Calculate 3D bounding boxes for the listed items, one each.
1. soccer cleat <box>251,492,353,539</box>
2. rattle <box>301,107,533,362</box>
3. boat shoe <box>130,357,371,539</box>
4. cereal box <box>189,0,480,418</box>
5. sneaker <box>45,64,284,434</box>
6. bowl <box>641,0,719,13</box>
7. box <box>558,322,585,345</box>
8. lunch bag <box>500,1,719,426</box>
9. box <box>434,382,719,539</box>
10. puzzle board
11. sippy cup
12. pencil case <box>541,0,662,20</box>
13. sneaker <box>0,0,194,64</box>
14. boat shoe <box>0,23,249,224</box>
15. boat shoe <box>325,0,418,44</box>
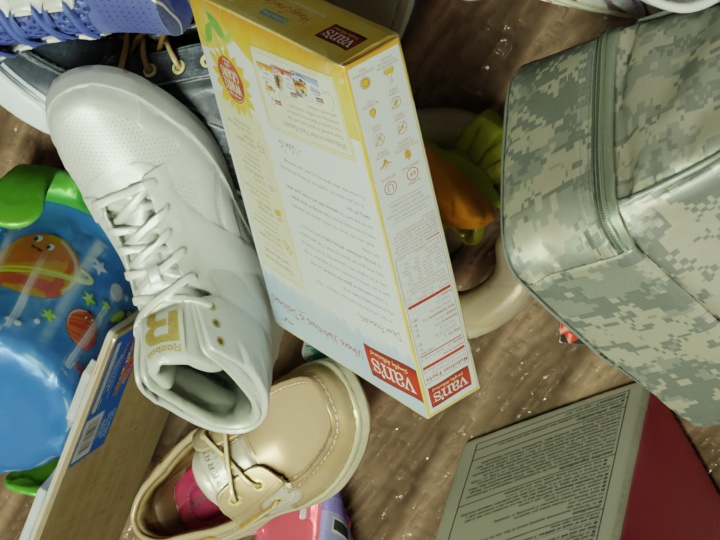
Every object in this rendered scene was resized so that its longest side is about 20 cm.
[{"bbox_3d":[-0.025,0.194,1.473,0.076,0.067,0.201,-12,118,-31],"label":"soccer cleat"},{"bbox_3d":[0.000,0.000,1.278,0.199,0.143,0.130,-20,107,28],"label":"rattle"},{"bbox_3d":[-0.067,0.113,1.383,0.200,0.069,0.074,-43,68,47],"label":"boat shoe"},{"bbox_3d":[-0.013,-0.039,1.188,0.144,0.039,0.201,31,143,49],"label":"cereal box"},{"bbox_3d":[-0.098,-0.005,1.246,0.073,0.116,0.200,-23,125,21],"label":"sneaker"},{"bbox_3d":[0.133,-0.237,1.092,0.200,0.075,0.200,42,87,-12],"label":"bowl"},{"bbox_3d":[0.206,-0.017,1.279,0.199,0.040,0.137,5,125,11],"label":"box"},{"bbox_3d":[0.185,-0.032,1.140,0.167,0.140,0.200,-20,136,34],"label":"lunch bag"},{"bbox_3d":[0.117,0.173,1.329,0.128,0.200,0.109,-21,115,26],"label":"box"},{"bbox_3d":[-0.143,0.097,1.352,0.017,0.151,0.201,27,112,12],"label":"puzzle board"},{"bbox_3d":[-0.187,0.040,1.362,0.139,0.130,0.178,-24,115,28],"label":"sippy cup"},{"bbox_3d":[0.135,-0.155,1.177,0.199,0.078,0.090,11,81,6],"label":"pencil case"},{"bbox_3d":[-0.184,-0.131,1.230,0.199,0.115,0.081,18,166,24],"label":"sneaker"},{"bbox_3d":[-0.108,-0.106,1.287,0.200,0.071,0.091,26,125,-12],"label":"boat shoe"},{"bbox_3d":[0.013,-0.197,1.178,0.072,0.063,0.201,14,117,29],"label":"boat shoe"}]
